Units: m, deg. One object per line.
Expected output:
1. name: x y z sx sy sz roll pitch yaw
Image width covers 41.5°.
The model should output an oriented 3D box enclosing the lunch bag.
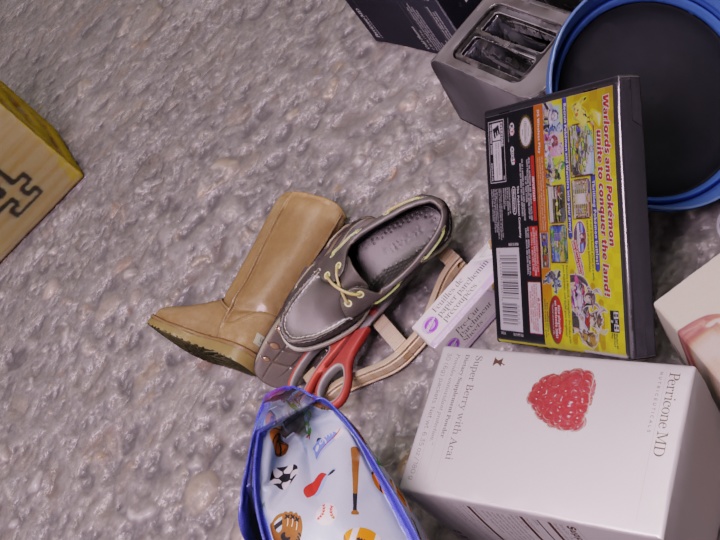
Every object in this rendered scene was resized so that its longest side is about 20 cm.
1. lunch bag: -0.015 0.203 0.702 0.122 0.171 0.202 -24 57 -6

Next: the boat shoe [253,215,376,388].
1. boat shoe: -0.035 0.032 0.960 0.201 0.074 0.073 -49 18 1

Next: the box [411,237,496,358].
1. box: 0.131 -0.003 0.871 0.200 0.041 0.039 -48 44 -3

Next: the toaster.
1. toaster: 0.189 -0.209 0.920 0.181 0.119 0.199 -49 44 -3

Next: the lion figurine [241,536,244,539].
1. lion figurine: -0.057 0.302 0.781 0.122 0.073 0.201 -35 58 -7

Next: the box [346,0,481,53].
1. box: 0.052 -0.349 1.065 0.181 0.200 0.105 25 77 44

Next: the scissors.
1. scissors: 0.000 0.046 0.912 0.073 0.014 0.202 22 76 44

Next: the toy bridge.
1. toy bridge: 0.029 0.061 0.909 0.200 0.027 0.067 -46 44 1

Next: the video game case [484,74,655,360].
1. video game case: 0.161 -0.038 0.758 0.180 0.025 0.204 -179 85 -66

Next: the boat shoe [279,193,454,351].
1. boat shoe: 0.000 0.000 0.880 0.200 0.061 0.072 -40 80 2

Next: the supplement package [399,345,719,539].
1. supplement package: 0.151 0.140 0.693 0.197 0.120 0.123 1 59 37

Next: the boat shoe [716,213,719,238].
1. boat shoe: 0.357 -0.034 0.703 0.198 0.067 0.074 16 69 43

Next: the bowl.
1. bowl: 0.250 -0.148 0.802 0.196 0.039 0.205 0 85 -3

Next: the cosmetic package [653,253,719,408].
1. cosmetic package: 0.296 0.086 0.637 0.087 0.103 0.201 -36 43 8

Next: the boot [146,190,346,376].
1. boot: -0.124 0.005 1.045 0.173 0.066 0.202 15 68 34

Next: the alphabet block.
1. alphabet block: -0.562 -0.163 1.398 0.200 0.196 0.195 -45 45 -1
